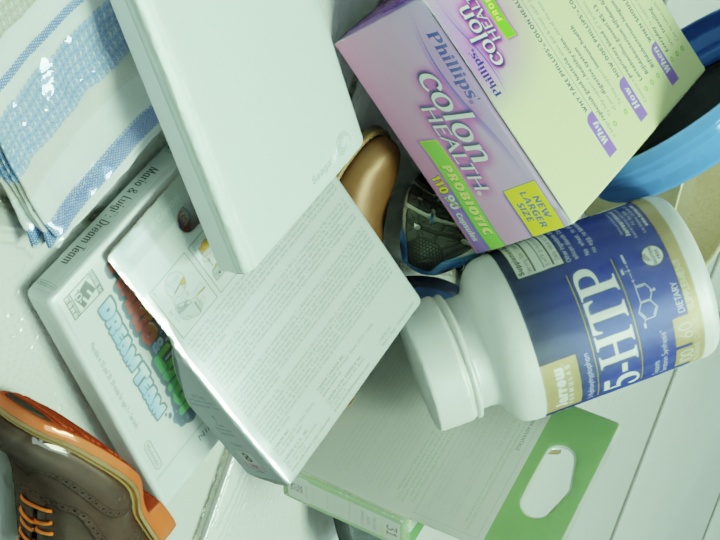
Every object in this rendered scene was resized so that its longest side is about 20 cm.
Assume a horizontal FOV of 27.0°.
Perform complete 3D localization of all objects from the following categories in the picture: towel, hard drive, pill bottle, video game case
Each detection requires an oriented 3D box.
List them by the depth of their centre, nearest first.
[{"bbox_3d":[-0.147,-0.121,0.751,0.147,0.024,0.200,-53,149,-27],"label":"towel"},{"bbox_3d":[-0.065,-0.116,0.823,0.132,0.026,0.201,-51,137,-35],"label":"hard drive"},{"bbox_3d":[-0.102,0.018,0.916,0.182,0.024,0.200,-51,143,-28],"label":"video game case"},{"bbox_3d":[0.132,0.035,1.031,0.199,0.120,0.120,-20,140,-4],"label":"pill bottle"}]

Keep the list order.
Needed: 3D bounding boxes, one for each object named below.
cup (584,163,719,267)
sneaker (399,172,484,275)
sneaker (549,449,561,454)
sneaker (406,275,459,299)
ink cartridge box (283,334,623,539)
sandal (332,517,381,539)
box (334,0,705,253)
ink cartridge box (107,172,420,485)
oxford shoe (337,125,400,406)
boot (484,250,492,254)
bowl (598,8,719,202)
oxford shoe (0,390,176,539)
[{"bbox_3d":[0.259,-0.106,1.343,0.200,0.143,0.201,-41,143,-41],"label":"cup"},{"bbox_3d":[0.072,-0.027,1.116,0.090,0.078,0.200,-67,170,22],"label":"sneaker"},{"bbox_3d":[0.143,0.098,1.293,0.200,0.071,0.113,20,80,-74],"label":"sneaker"},{"bbox_3d":[0.055,0.086,1.178,0.200,0.074,0.082,82,20,-45],"label":"sneaker"},{"bbox_3d":[0.065,0.133,1.059,0.146,0.199,0.048,-54,159,-37],"label":"ink cartridge box"},{"bbox_3d":[-0.016,0.150,1.170,0.076,0.043,0.201,-54,141,-37],"label":"sandal"},{"bbox_3d":[0.114,-0.145,1.022,0.176,0.097,0.200,54,53,-14],"label":"box"},{"bbox_3d":[-0.061,0.007,0.922,0.163,0.057,0.200,-53,122,-27],"label":"ink cartridge box"},{"bbox_3d":[0.000,0.000,1.049,0.071,0.071,0.201,-2,110,-57],"label":"oxford shoe"},{"bbox_3d":[0.184,-0.009,1.217,0.200,0.155,0.073,109,3,-52],"label":"boot"},{"bbox_3d":[0.240,-0.124,1.098,0.039,0.200,0.201,50,59,-17],"label":"bowl"},{"bbox_3d":[-0.167,0.134,0.857,0.073,0.071,0.200,-52,149,-17],"label":"oxford shoe"}]
